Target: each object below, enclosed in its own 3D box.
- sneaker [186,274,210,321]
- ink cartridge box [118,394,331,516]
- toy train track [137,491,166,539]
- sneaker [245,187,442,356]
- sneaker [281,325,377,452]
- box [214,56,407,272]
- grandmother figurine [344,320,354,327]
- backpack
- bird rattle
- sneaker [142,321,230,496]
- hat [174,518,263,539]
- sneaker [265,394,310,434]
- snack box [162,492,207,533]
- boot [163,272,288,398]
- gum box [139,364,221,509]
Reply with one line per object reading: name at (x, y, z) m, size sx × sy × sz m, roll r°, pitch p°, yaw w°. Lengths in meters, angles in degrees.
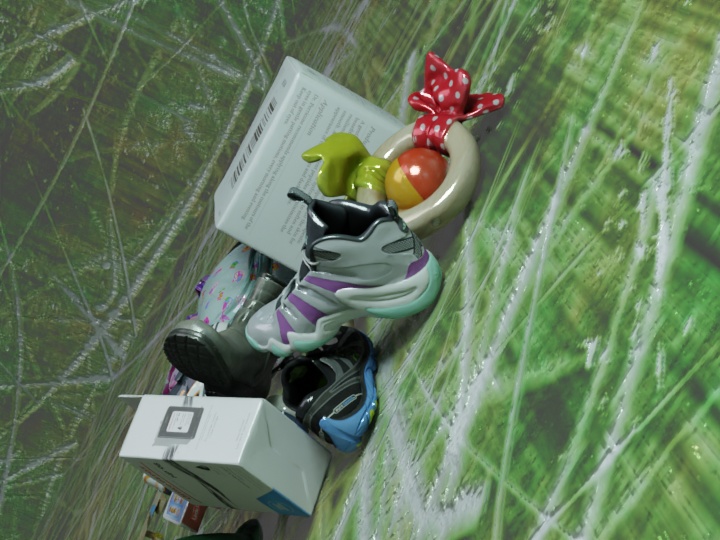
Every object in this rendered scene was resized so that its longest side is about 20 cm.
sneaker at (-0.214, 0.025, 2.032) m, size 0.202 × 0.088 × 0.080 m, roll -66°, pitch 12°, yaw -14°
ink cartridge box at (-0.141, 0.173, 1.201) m, size 0.198 × 0.116 × 0.068 m, roll -3°, pitch 56°, yaw 39°
toy train track at (-0.297, 0.377, 1.807) m, size 0.200 × 0.032 × 0.116 m, roll -83°, pitch 16°, yaw -70°
sneaker at (-0.040, -0.011, 1.127) m, size 0.198 × 0.141 × 0.078 m, roll -21°, pitch 30°, yaw 20°
sneaker at (-0.032, 0.095, 1.182) m, size 0.071 × 0.082 × 0.200 m, roll -59°, pitch 13°, yaw 16°
box at (-0.052, -0.115, 1.476) m, size 0.201 × 0.170 × 0.200 m, roll -61°, pitch 12°, yaw 9°
grandmother figurine at (0.000, 0.000, 1.314) m, size 0.202 × 0.060 × 0.121 m, roll -64°, pitch -15°, yaw 12°
backpack at (-0.129, 0.045, 1.574) m, size 0.168 × 0.125 × 0.201 m, roll -53°, pitch 19°, yaw 25°
bird rattle at (0.056, -0.096, 1.192) m, size 0.198 × 0.113 × 0.164 m, roll -28°, pitch 46°, yaw 7°
sneaker at (-0.196, 0.152, 1.436) m, size 0.079 × 0.078 × 0.203 m, roll 76°, pitch -157°, yaw -74°
hat at (-0.207, 0.294, 1.271) m, size 0.168 × 0.174 × 0.200 m, roll -65°, pitch 13°, yaw -8°
sneaker at (-0.119, 0.197, 1.343) m, size 0.200 × 0.074 × 0.085 m, roll -43°, pitch 20°, yaw 57°
snack box at (-0.152, 0.169, 1.332) m, size 0.072 × 0.024 × 0.203 m, roll -8°, pitch 59°, yaw 66°
boot at (-0.117, 0.055, 1.233) m, size 0.132 × 0.067 × 0.201 m, roll -65°, pitch -21°, yaw -19°
gum box at (-0.191, 0.187, 1.565) m, size 0.066 × 0.112 × 0.201 m, roll -53°, pitch 16°, yaw 35°
